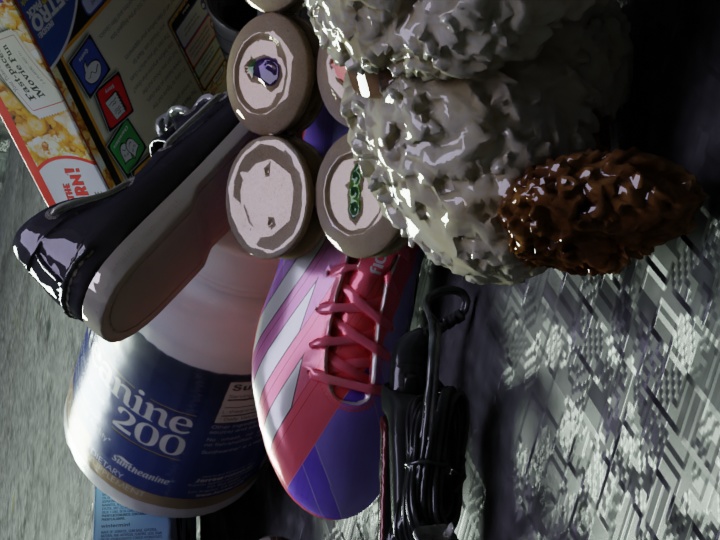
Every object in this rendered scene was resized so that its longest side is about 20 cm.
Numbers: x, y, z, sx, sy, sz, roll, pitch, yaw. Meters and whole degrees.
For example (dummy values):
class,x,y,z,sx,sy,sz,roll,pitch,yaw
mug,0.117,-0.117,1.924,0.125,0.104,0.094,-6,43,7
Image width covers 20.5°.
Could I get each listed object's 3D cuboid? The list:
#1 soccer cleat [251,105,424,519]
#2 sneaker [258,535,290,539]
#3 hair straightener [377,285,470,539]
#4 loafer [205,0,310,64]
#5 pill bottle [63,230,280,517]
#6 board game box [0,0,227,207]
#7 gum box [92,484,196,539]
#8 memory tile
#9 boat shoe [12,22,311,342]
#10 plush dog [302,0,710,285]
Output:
class,x,y,z,sx,sy,sz,roll,pitch,yaw
soccer cleat,0.000,0.000,0.812,0.076,0.067,0.200,155,125,-67
sneaker,-0.064,0.195,0.947,0.200,0.074,0.079,126,159,-48
hair straightener,0.029,0.096,0.716,0.077,0.041,0.200,133,147,-65
loafer,-0.047,-0.131,1.007,0.200,0.070,0.070,114,158,-45
pill bottle,-0.075,0.025,0.977,0.200,0.111,0.111,114,158,-47
board game box,-0.130,-0.116,1.043,0.152,0.046,0.200,-58,-45,-43
gum box,-0.118,0.150,1.111,0.170,0.044,0.200,88,179,-53
memory tile,0.002,-0.104,0.765,0.153,0.017,0.200,1,92,45
boat shoe,-0.069,-0.055,0.861,0.200,0.063,0.073,-48,-21,-30
plush dog,0.033,-0.077,0.616,0.200,0.160,0.172,-129,26,-70
